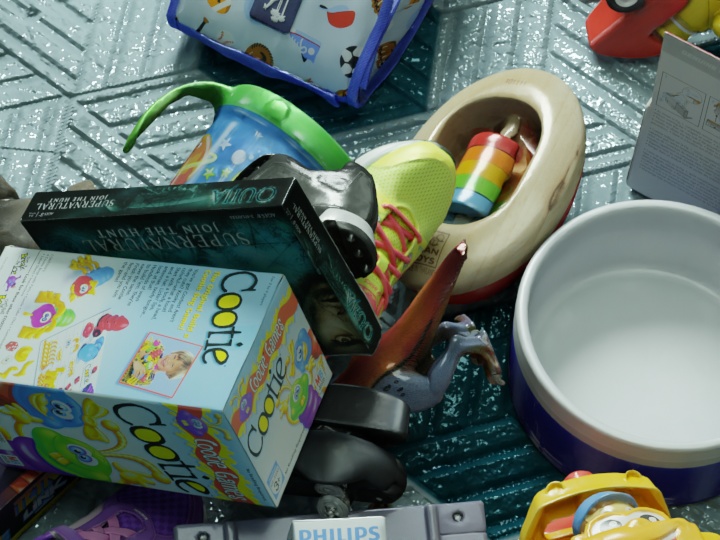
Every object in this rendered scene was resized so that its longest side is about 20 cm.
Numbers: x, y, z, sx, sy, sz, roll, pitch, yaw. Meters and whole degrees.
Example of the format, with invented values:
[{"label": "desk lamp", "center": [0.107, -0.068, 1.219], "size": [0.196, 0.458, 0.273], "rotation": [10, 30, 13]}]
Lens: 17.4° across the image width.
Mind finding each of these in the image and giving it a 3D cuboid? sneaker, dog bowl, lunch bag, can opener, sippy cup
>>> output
[{"label": "sneaker", "center": [-0.172, 0.187, 1.468], "size": [0.080, 0.089, 0.200], "rotation": [37, 57, 23]}, {"label": "dog bowl", "center": [0.200, 0.055, 1.593], "size": [0.198, 0.079, 0.202], "rotation": [2, 56, -3]}, {"label": "lunch bag", "center": [-0.029, -0.233, 1.755], "size": [0.169, 0.124, 0.201], "rotation": [25, 71, 13]}, {"label": "can opener", "center": [-0.063, 0.116, 1.485], "size": [0.198, 0.064, 0.079], "rotation": [-1, 49, 21]}, {"label": "sneaker", "center": [0.000, 0.000, 1.541], "size": [0.200, 0.078, 0.090], "rotation": [-49, 28, -7]}, {"label": "sippy cup", "center": [-0.079, -0.034, 1.611], "size": [0.177, 0.140, 0.131], "rotation": [31, 69, 30]}, {"label": "sneaker", "center": [-0.073, -0.030, 1.518], "size": [0.198, 0.067, 0.091], "rotation": [-5, 43, 23]}]

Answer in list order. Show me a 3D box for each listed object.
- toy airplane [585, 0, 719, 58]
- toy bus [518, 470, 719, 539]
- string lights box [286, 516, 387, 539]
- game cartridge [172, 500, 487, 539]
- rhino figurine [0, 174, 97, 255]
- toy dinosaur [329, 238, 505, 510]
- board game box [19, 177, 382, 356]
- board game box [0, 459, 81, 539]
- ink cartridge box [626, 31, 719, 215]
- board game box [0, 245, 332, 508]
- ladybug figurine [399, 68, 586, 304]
[{"label": "toy airplane", "center": [0.285, -0.225, 1.756], "size": [0.198, 0.141, 0.201], "rotation": [14, 64, 45]}, {"label": "toy bus", "center": [0.150, 0.191, 1.430], "size": [0.134, 0.201, 0.193], "rotation": [-6, 48, -11]}, {"label": "string lights box", "center": [-0.009, 0.254, 1.391], "size": [0.058, 0.103, 0.202], "rotation": [-3, 74, -5]}, {"label": "game cartridge", "center": [-0.014, 0.216, 1.471], "size": [0.198, 0.038, 0.131], "rotation": [-4, 71, -8]}, {"label": "rhino figurine", "center": [-0.198, -0.014, 1.602], "size": [0.199, 0.088, 0.060], "rotation": [28, 42, 20]}, {"label": "toy dinosaur", "center": [-0.006, 0.075, 1.526], "size": [0.180, 0.201, 0.105], "rotation": [-19, 30, -7]}, {"label": "board game box", "center": [-0.098, 0.002, 1.461], "size": [0.199, 0.136, 0.028], "rotation": [-2, 46, 33]}, {"label": "board game box", "center": [-0.268, 0.078, 1.558], "size": [0.199, 0.057, 0.165], "rotation": [36, 59, 19]}, {"label": "ink cartridge box", "center": [0.290, -0.077, 1.631], "size": [0.199, 0.177, 0.045], "rotation": [30, 58, 16]}, {"label": "board game box", "center": [-0.136, 0.064, 1.444], "size": [0.198, 0.103, 0.105], "rotation": [6, 54, 26]}, {"label": "ladybug figurine", "center": [0.089, -0.051, 1.650], "size": [0.135, 0.072, 0.201], "rotation": [14, 60, 33]}]
